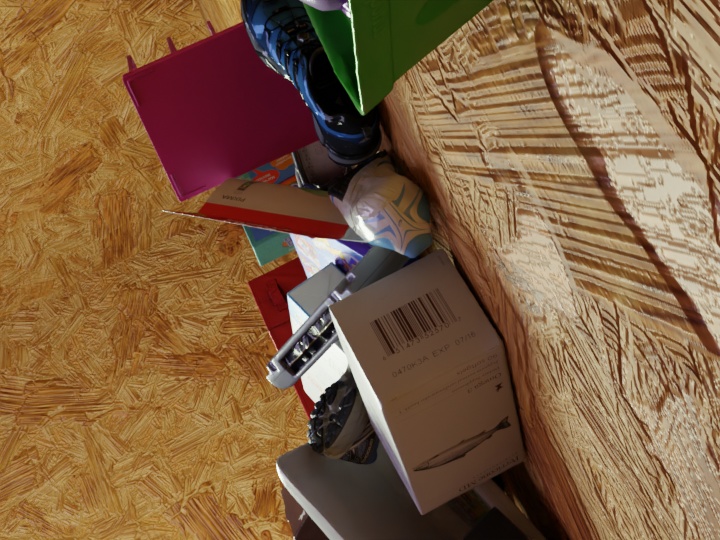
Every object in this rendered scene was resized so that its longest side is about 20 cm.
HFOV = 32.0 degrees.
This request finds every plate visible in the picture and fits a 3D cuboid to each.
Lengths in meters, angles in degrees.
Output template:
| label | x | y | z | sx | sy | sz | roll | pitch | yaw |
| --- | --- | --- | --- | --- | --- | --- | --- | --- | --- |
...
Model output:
| label | x | y | z | sx | sy | sz | roll | pitch | yaw |
| --- | --- | --- | --- | --- | --- | --- | --- | --- | --- |
| plate | 0.019 | 0.245 | 1.248 | 0.200 | 0.032 | 0.199 | 47 | -156 | 13 |

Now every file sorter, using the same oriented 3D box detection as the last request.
| label | x | y | z | sx | sy | sz | roll | pitch | yaw |
| --- | --- | --- | --- | --- | --- | --- | --- | --- | --- |
| file sorter | -0.128 | -0.192 | 1.293 | 0.126 | 0.198 | 0.140 | -118 | 4 | -63 |

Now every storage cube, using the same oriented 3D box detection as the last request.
| label | x | y | z | sx | sy | sz | roll | pitch | yaw |
| --- | --- | --- | --- | --- | --- | --- | --- | --- | --- |
| storage cube | -0.048 | 0.084 | 1.914 | 0.202 | 0.178 | 0.171 | 66 | 175 | -28 |

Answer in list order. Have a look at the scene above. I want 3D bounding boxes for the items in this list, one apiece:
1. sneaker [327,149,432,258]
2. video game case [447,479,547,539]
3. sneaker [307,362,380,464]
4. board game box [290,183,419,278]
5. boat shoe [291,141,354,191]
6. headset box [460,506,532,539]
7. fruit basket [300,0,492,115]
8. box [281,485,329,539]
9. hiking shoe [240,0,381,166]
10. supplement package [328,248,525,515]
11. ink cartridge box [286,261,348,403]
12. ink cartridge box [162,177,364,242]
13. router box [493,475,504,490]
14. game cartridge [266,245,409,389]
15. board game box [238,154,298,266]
| label | x | y | z | sx | sy | sz | roll | pitch | yaw |
| --- | --- | --- | --- | --- | --- | --- | --- | --- | --- |
| sneaker | 0.019 | -0.057 | 1.111 | 0.073 | 0.071 | 0.200 | 56 | -178 | -17 |
| video game case | 0.123 | 0.244 | 1.277 | 0.200 | 0.022 | 0.182 | 47 | 164 | 10 |
| sneaker | 0.026 | 0.103 | 1.252 | 0.085 | 0.202 | 0.077 | 33 | 177 | -35 |
| board game box | 0.000 | 0.000 | 1.365 | 0.199 | 0.045 | 0.136 | 32 | 151 | 47 |
| boat shoe | -0.039 | -0.105 | 1.432 | 0.060 | 0.075 | 0.202 | -65 | -48 | -73 |
| headset box | 0.160 | 0.325 | 1.178 | 0.149 | 0.077 | 0.201 | 40 | 163 | 32 |
| fruit basket | -0.045 | -0.156 | 0.486 | 0.216 | 0.213 | 0.157 | 79 | 165 | -72 |
| box | 0.019 | 0.272 | 1.357 | 0.198 | 0.076 | 0.100 | 25 | -167 | -20 |
| hiking shoe | -0.039 | -0.193 | 1.116 | 0.201 | 0.074 | 0.087 | 55 | 166 | 10 |
| supplement package | 0.063 | 0.102 | 1.107 | 0.118 | 0.116 | 0.201 | 59 | 173 | 37 |
| ink cartridge box | -0.014 | 0.099 | 1.391 | 0.115 | 0.068 | 0.201 | 44 | 157 | 28 |
| ink cartridge box | -0.073 | -0.061 | 1.205 | 0.200 | 0.159 | 0.051 | 7 | -87 | -69 |
| router box | 0.095 | 0.173 | 1.451 | 0.151 | 0.061 | 0.201 | 73 | 172 | -52 |
| game cartridge | -0.012 | 0.028 | 1.196 | 0.041 | 0.133 | 0.200 | 39 | 143 | -2 |
| board game box | -0.096 | -0.120 | 1.580 | 0.045 | 0.151 | 0.201 | 72 | 171 | -56 |
